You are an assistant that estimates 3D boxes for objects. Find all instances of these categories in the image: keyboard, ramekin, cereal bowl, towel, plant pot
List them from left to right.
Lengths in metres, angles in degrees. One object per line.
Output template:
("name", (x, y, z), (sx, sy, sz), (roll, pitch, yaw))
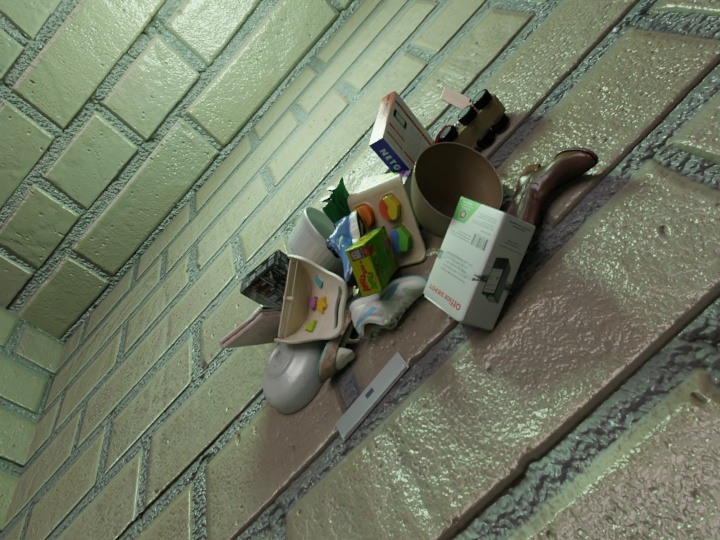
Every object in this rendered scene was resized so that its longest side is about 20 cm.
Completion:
("towel", (-0.228, 0.141, 1.386), (0.189, 0.197, 0.033), (-36, 67, 34))
("cereal bowl", (-0.167, 0.232, 1.317), (0.198, 0.083, 0.204), (-33, 36, 27))
("ramekin", (-0.095, -0.060, 1.423), (0.098, 0.198, 0.202), (-46, 30, 16))
("keyboard", (0.022, 0.254, 1.115), (0.201, 0.011, 0.056), (-49, 26, 3))
("plant pot", (0.188, -0.148, 1.176), (0.136, 0.194, 0.205), (114, 175, -57))

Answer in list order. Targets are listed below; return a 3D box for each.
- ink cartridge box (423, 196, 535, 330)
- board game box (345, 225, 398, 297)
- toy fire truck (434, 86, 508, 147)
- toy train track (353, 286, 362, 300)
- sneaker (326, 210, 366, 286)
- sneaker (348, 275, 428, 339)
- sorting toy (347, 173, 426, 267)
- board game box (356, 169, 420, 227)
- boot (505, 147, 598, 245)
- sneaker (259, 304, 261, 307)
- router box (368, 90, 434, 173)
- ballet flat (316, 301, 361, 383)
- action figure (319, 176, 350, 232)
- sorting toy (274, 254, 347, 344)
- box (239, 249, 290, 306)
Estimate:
("ink cartridge box", (0.213, -0.015, 1.015), (0.146, 0.082, 0.206), (39, 110, 60))
("board game box", (0.030, -0.024, 1.197), (0.046, 0.104, 0.200), (-18, 9, 18))
("toy fire truck", (0.251, -0.378, 1.387), (0.176, 0.128, 0.201), (-45, 19, 9))
("toy train track", (0.000, 0.000, 1.299), (0.032, 0.115, 0.202), (-30, 30, 18))
("sneaker", (-0.030, -0.042, 1.255), (0.087, 0.079, 0.204), (-19, 45, 16))
("sneaker", (0.069, 0.077, 1.187), (0.197, 0.076, 0.083), (-30, 61, 22))
("sorting toy", (0.055, -0.104, 1.298), (0.182, 0.206, 0.036), (-14, 6, 45))
("board game box", (0.075, -0.174, 1.401), (0.197, 0.104, 0.105), (3, 58, 54))
("boot", (0.341, -0.122, 1.033), (0.203, 0.064, 0.185), (-60, 19, -21))
("sneaker", (-0.205, 0.073, 1.531), (0.198, 0.086, 0.076), (-35, 32, 23))
("router box", (0.114, -0.324, 1.415), (0.048, 0.200, 0.184), (-18, 42, 38))
("ballet flat", (-0.036, 0.163, 1.239), (0.065, 0.069, 0.205), (10, 64, 25))
("action figure", (-0.030, -0.118, 1.391), (0.054, 0.202, 0.120), (-1, 44, 41))
("sorting toy", (-0.098, 0.078, 1.260), (0.177, 0.105, 0.208), (6, 86, 48))
("box", (-0.185, 0.050, 1.406), (0.156, 0.198, 0.051), (-33, 38, 34))
